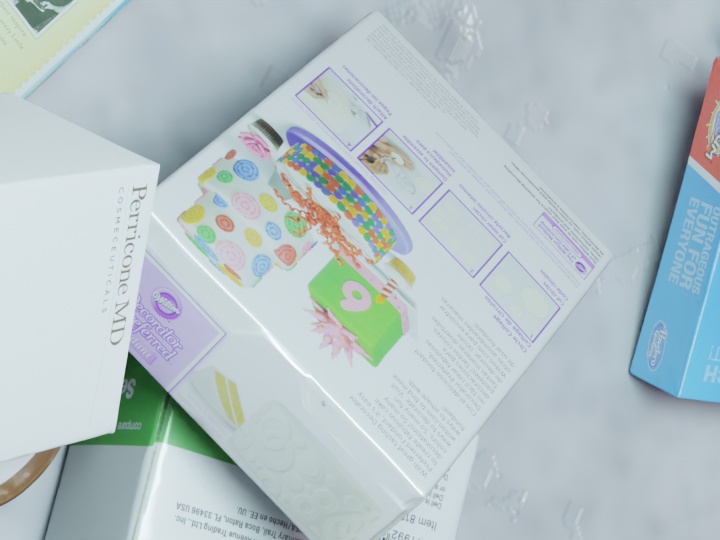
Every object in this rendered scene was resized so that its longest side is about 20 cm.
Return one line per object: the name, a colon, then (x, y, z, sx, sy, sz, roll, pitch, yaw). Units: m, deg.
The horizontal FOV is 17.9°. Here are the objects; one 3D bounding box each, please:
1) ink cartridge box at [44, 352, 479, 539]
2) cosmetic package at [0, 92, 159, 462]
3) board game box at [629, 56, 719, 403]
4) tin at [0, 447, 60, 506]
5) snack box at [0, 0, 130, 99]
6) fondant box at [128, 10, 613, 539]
ink cartridge box: (-0.052, 0.140, 0.894, 0.146, 0.083, 0.201, 22, 76, -29)
cosmetic package: (-0.167, 0.010, 0.737, 0.199, 0.085, 0.108, -13, 120, -49)
board game box: (0.234, -0.007, 1.078, 0.199, 0.040, 0.154, 8, 101, -31)
tin: (-0.189, 0.010, 0.845, 0.200, 0.042, 0.112, 46, 70, -21)
snack box: (-0.171, -0.163, 0.865, 0.116, 0.037, 0.200, -46, 110, -25)
fondant box: (0.000, 0.000, 0.881, 0.144, 0.058, 0.200, 46, 36, -1)
